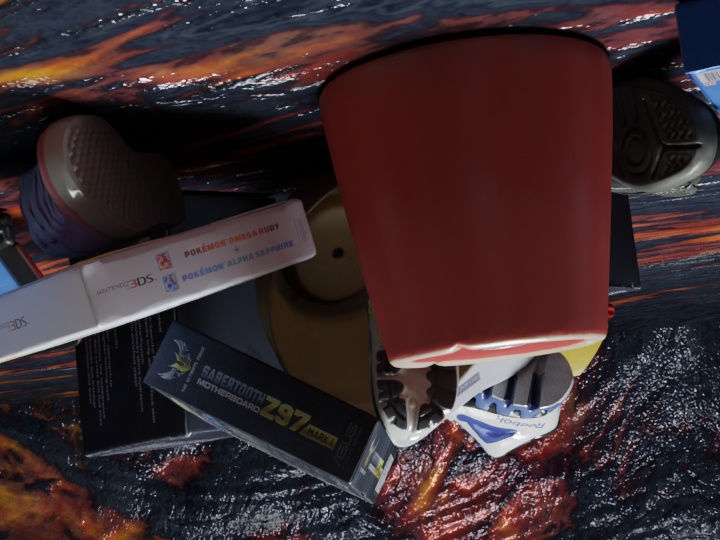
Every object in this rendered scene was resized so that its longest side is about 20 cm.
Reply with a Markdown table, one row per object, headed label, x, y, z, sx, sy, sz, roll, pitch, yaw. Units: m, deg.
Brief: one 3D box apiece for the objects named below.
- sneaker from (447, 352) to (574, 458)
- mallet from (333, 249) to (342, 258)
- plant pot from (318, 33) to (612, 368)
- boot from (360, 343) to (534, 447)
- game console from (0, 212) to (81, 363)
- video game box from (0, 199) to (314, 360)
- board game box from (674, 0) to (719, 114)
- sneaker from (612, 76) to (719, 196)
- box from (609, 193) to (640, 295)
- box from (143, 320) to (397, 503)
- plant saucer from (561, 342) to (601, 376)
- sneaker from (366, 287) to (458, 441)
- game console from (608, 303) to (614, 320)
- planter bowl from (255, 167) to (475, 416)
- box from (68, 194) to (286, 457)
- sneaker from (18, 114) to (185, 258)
| label | x | y | z | sx | sy | sz | roll | pitch | yaw |
| --- | --- | --- | --- | --- | --- | --- | --- | --- | --- |
| sneaker | 0.097 | 0.118 | 1.218 | 0.197 | 0.081 | 0.116 | 10 | 143 | 19 |
| mallet | 0.042 | -0.039 | 1.176 | 0.198 | 0.067 | 0.041 | -15 | 167 | 42 |
| plant pot | 0.078 | -0.035 | 0.858 | 0.197 | 0.180 | 0.200 | -7 | 172 | -1 |
| boot | 0.076 | 0.060 | 1.146 | 0.199 | 0.096 | 0.074 | -32 | 143 | -17 |
| game console | -0.365 | 0.030 | 1.120 | 0.198 | 0.121 | 0.171 | -14 | 177 | 39 |
| video game box | -0.158 | 0.011 | 0.916 | 0.181 | 0.047 | 0.199 | -17 | 180 | -41 |
| board game box | 0.286 | -0.134 | 0.812 | 0.150 | 0.046 | 0.200 | -11 | 170 | 22 |
| sneaker | 0.210 | -0.091 | 0.926 | 0.113 | 0.077 | 0.199 | -7 | 179 | -19 |
| box | 0.128 | -0.017 | 1.250 | 0.198 | 0.106 | 0.181 | -13 | 169 | 39 |
| box | -0.057 | 0.106 | 0.954 | 0.156 | 0.052 | 0.200 | 24 | 169 | 11 |
| plant saucer | 0.131 | 0.098 | 1.345 | 0.198 | 0.049 | 0.199 | -14 | 174 | 30 |
| sneaker | 0.030 | 0.021 | 0.967 | 0.076 | 0.203 | 0.080 | 6 | 168 | -9 |
| game console | 0.123 | 0.056 | 1.309 | 0.175 | 0.032 | 0.199 | -6 | 174 | -44 |
| planter bowl | 0.000 | 0.000 | 1.074 | 0.197 | 0.203 | 0.135 | -3 | -162 | -22 |
| box | -0.160 | 0.052 | 1.173 | 0.116 | 0.200 | 0.199 | 0 | 169 | -36 |
| sneaker | -0.195 | -0.048 | 0.898 | 0.103 | 0.076 | 0.200 | -13 | 175 | 9 |
